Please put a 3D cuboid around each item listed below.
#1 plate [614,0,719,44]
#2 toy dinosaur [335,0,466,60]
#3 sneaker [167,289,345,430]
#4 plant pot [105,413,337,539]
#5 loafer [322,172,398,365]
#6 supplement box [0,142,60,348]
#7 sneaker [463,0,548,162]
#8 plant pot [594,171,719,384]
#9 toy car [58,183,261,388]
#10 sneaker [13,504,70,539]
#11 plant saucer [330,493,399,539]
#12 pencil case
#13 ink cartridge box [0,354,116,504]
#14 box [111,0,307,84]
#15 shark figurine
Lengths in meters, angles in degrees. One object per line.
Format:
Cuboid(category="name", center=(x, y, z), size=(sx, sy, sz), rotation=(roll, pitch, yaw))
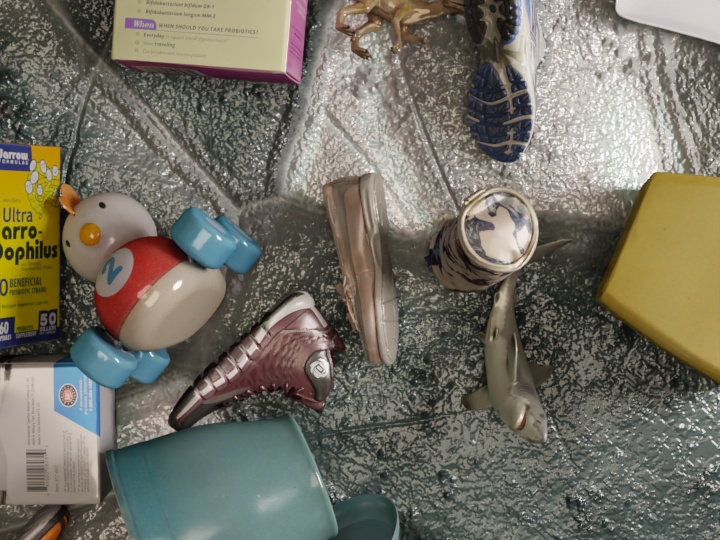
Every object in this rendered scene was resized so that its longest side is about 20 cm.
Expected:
Cuboid(category="plate", center=(0.381, -0.334, 1.148), size=(0.199, 0.032, 0.201), rotation=(15, 92, -3))
Cuboid(category="toy dinosaur", center=(0.015, -0.277, 1.143), size=(0.200, 0.058, 0.101), rotation=(23, 76, 10))
Cuboid(category="sneaker", center=(-0.097, 0.123, 1.146), size=(0.200, 0.076, 0.116), rotation=(-43, 96, 1))
Cuboid(category="plant pot", center=(-0.131, 0.238, 1.101), size=(0.188, 0.200, 0.201), rotation=(-21, 93, -12))
Cuboid(category="loafer", center=(0.000, 0.000, 1.150), size=(0.063, 0.072, 0.201), rotation=(-6, 87, 16))
Cuboid(category="supplement box", center=(-0.375, -0.027, 1.098), size=(0.109, 0.109, 0.201), rotation=(2, 94, 22))
Cuboid(category="sneaker", center=(0.160, -0.211, 1.129), size=(0.077, 0.085, 0.201), rotation=(14, 119, 33))
Cuboid(category="plant pot", center=(0.342, 0.002, 1.096), size=(0.176, 0.200, 0.200), rotation=(22, 93, 9))
Cuboid(category="toy car", center=(-0.240, -0.017, 1.097), size=(0.200, 0.177, 0.184), rotation=(41, 95, 9))
Cuboid(category="sneaker", center=(-0.338, 0.342, 1.160), size=(0.112, 0.078, 0.200), rotation=(35, 103, -7))
Cuboid(category="plant saucer", center=(-0.038, 0.303, 1.096), size=(0.200, 0.200, 0.027), rotation=(-36, 104, 1))
Cuboid(category="pencil case", center=(0.115, -0.028, 1.077), size=(0.089, 0.200, 0.078), rotation=(43, 81, 1))
Cuboid(category="ink cartridge box", center=(-0.360, 0.162, 1.137), size=(0.199, 0.084, 0.147), rotation=(0, 94, 0))
Cuboid(category="box", center=(-0.144, -0.296, 1.100), size=(0.175, 0.097, 0.201), rotation=(5, 94, 6))
Cuboid(category="shark figurine", center=(0.173, 0.078, 1.159), size=(0.089, 0.128, 0.215), rotation=(9, 74, -26))
